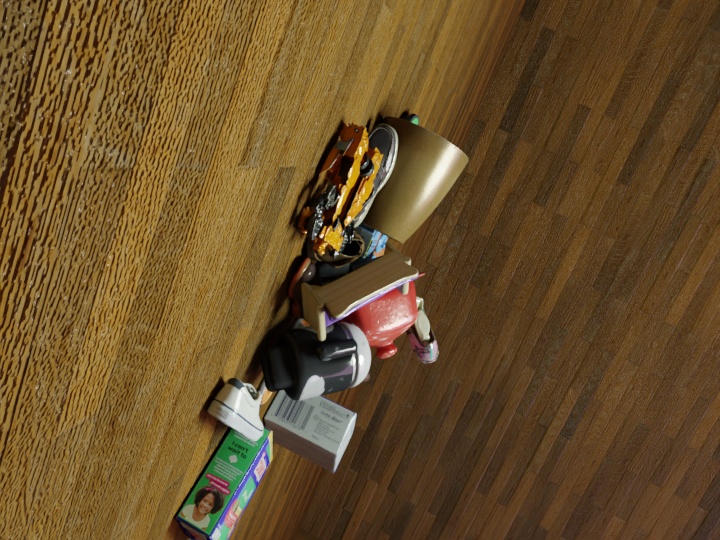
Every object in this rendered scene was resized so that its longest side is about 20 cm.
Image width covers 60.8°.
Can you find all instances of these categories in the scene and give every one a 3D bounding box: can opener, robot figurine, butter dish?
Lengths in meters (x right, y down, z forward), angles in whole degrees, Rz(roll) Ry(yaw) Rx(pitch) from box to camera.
[{"bbox_3d":[0.000,0.000,1.233,0.197,0.053,0.068,-13,131,-34],"label":"can opener"},{"bbox_3d":[-0.076,0.158,1.098,0.196,0.150,0.128,-7,115,-28],"label":"robot figurine"},{"bbox_3d":[0.031,0.102,1.229,0.196,0.151,0.199,-19,175,-29],"label":"butter dish"},{"bbox_3d":[-0.032,-0.120,0.972,0.203,0.057,0.145,-64,155,-7],"label":"robot figurine"}]

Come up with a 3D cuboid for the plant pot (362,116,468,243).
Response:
[{"bbox_3d":[0.086,-0.164,1.200,0.203,0.184,0.186,-64,171,4],"label":"plant pot"}]

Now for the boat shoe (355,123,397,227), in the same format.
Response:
[{"bbox_3d":[0.008,-0.167,1.107,0.203,0.071,0.065,-62,177,13],"label":"boat shoe"}]

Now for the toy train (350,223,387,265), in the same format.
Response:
[{"bbox_3d":[-0.014,-0.025,1.320,0.203,0.086,0.114,-65,162,12],"label":"toy train"}]

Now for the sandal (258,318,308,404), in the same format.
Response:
[{"bbox_3d":[-0.133,0.180,1.218,0.079,0.058,0.209,93,22,-67],"label":"sandal"}]

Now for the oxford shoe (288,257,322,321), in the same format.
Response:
[{"bbox_3d":[-0.082,0.041,1.104,0.072,0.072,0.201,-58,168,-21],"label":"oxford shoe"}]

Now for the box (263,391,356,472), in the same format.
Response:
[{"bbox_3d":[-0.114,0.361,1.414,0.201,0.181,0.106,100,17,-61],"label":"box"}]

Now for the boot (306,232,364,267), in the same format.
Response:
[{"bbox_3d":[-0.023,-0.038,1.117,0.199,0.074,0.075,-6,102,-69],"label":"boot"}]

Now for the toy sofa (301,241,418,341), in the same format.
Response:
[{"bbox_3d":[0.002,0.042,1.054,0.198,0.097,0.084,-27,140,-27],"label":"toy sofa"}]

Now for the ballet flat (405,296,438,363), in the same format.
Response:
[{"bbox_3d":[0.116,0.101,1.283,0.202,0.068,0.072,-113,-157,-46],"label":"ballet flat"}]

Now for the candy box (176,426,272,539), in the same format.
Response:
[{"bbox_3d":[-0.236,0.387,1.110,0.170,0.076,0.202,100,16,-57],"label":"candy box"}]

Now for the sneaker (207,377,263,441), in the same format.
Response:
[{"bbox_3d":[-0.184,0.224,0.992,0.071,0.072,0.201,-56,168,-16],"label":"sneaker"}]

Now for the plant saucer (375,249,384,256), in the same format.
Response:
[{"bbox_3d":[0.026,0.031,1.477,0.200,0.037,0.204,-42,141,-47],"label":"plant saucer"}]

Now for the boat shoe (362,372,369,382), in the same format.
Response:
[{"bbox_3d":[-0.057,0.180,1.257,0.072,0.198,0.073,40,72,-42],"label":"boat shoe"}]

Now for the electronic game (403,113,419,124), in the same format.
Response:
[{"bbox_3d":[0.086,-0.259,1.400,0.201,0.041,0.203,90,26,-68],"label":"electronic game"}]
